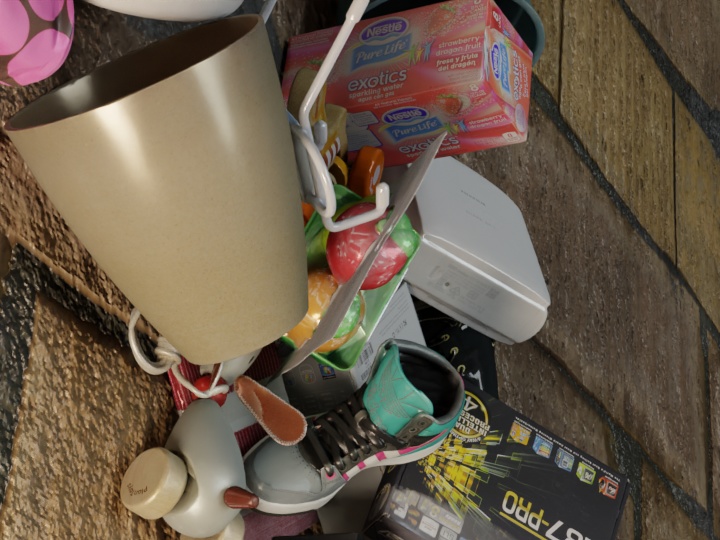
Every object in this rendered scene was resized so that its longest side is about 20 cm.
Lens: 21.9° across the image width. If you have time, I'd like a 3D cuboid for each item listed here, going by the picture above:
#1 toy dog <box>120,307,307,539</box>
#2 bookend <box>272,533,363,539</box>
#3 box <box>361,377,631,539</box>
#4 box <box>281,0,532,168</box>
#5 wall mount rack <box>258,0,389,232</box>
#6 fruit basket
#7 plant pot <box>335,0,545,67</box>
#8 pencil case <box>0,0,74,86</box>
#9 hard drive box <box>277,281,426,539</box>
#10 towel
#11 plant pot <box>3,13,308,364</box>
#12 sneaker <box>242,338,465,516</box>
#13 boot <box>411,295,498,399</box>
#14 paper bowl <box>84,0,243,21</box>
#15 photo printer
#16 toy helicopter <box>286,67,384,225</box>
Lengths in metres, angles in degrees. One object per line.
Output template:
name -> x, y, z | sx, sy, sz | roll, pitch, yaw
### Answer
toy dog -> -0.096, 0.113, 1.336 | 0.132, 0.096, 0.201 | 20, 65, -49
bookend -> -0.056, 0.268, 1.361 | 0.200, 0.092, 0.199 | 51, 42, -46
box -> 0.114, 0.194, 1.528 | 0.200, 0.049, 0.161 | 32, 52, -10
box -> 0.039, -0.160, 1.623 | 0.103, 0.199, 0.095 | 44, 45, -49
wall mount rack -> -0.038, -0.130, 1.329 | 0.200, 0.074, 0.174 | 48, -26, 52
fruit basket -> 0.000, 0.000, 1.414 | 0.094, 0.200, 0.186 | 34, 68, -12
plant pot -> 0.063, -0.286, 1.749 | 0.200, 0.200, 0.197 | 40, 38, -53
pencil case -> -0.260, -0.197, 1.159 | 0.200, 0.090, 0.094 | 43, 37, -55
hard drive box -> 0.010, 0.133, 1.596 | 0.156, 0.077, 0.201 | -42, 118, -60
towel -> -0.096, 0.122, 1.446 | 0.144, 0.023, 0.201 | -18, 96, -62
plant pot -> -0.114, -0.045, 1.262 | 0.201, 0.187, 0.187 | 67, 28, -16
sneaker -> 0.004, 0.115, 1.414 | 0.200, 0.121, 0.084 | -21, 65, -33
boot -> 0.083, 0.094, 1.767 | 0.203, 0.073, 0.154 | 1, 83, -63
paper bowl -> -0.144, -0.240, 1.293 | 0.201, 0.200, 0.105 | -34, 140, -62
photo printer -> 0.086, -0.037, 1.720 | 0.166, 0.069, 0.200 | 29, 26, -25
toy helicopter -> -0.042, -0.089, 1.520 | 0.200, 0.079, 0.133 | 82, 27, -60
